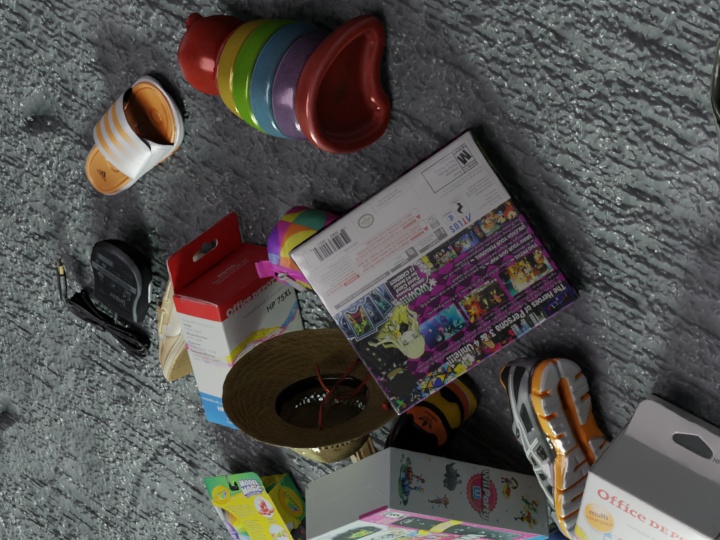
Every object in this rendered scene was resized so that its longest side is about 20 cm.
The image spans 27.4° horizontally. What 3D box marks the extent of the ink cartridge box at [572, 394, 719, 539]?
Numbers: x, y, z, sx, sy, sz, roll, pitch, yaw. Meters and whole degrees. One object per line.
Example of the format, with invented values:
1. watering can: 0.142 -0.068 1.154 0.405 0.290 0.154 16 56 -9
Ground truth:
1. ink cartridge box: 0.272 0.223 1.323 0.128 0.125 0.201 26 134 25

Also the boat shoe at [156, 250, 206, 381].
1. boat shoe: -0.193 0.046 1.657 0.069 0.073 0.200 50 141 21

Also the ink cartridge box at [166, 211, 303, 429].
1. ink cartridge box: -0.125 0.053 1.558 0.067 0.116 0.201 12 127 36

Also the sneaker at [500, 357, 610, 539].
1. sneaker: 0.187 0.165 1.405 0.077 0.078 0.201 14 125 51

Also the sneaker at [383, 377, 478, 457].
1. sneaker: 0.050 0.187 1.520 0.070 0.090 0.201 38 138 14

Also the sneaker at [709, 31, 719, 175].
1. sneaker: 0.290 -0.109 1.102 0.074 0.079 0.201 11 127 34

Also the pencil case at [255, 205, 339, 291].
1. pencil case: 0.000 0.000 1.436 0.199 0.088 0.089 16 128 32

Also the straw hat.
1. straw hat: -0.036 0.147 1.490 0.200 0.201 0.086 19 132 31

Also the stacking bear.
1. stacking bear: -0.085 -0.185 1.363 0.199 0.114 0.122 21 131 35

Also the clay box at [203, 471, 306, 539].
1. clay box: -0.100 0.320 1.783 0.114 0.048 0.201 -14 108 46

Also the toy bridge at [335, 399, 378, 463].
1. toy bridge: 0.004 0.196 1.562 0.067 0.027 0.201 -177 68 -81

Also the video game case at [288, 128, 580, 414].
1. video game case: 0.066 0.002 1.331 0.199 0.036 0.182 -34 95 11

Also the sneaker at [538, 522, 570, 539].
1. sneaker: 0.216 0.339 1.512 0.077 0.075 0.201 41 143 44

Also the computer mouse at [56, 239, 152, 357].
1. computer mouse: -0.298 0.007 1.736 0.140 0.046 0.201 30 146 17

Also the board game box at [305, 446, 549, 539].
1. board game box: 0.066 0.238 1.474 0.147 0.199 0.065 -30 54 49

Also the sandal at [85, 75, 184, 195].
1. sandal: -0.256 -0.127 1.587 0.079 0.059 0.207 49 139 1
